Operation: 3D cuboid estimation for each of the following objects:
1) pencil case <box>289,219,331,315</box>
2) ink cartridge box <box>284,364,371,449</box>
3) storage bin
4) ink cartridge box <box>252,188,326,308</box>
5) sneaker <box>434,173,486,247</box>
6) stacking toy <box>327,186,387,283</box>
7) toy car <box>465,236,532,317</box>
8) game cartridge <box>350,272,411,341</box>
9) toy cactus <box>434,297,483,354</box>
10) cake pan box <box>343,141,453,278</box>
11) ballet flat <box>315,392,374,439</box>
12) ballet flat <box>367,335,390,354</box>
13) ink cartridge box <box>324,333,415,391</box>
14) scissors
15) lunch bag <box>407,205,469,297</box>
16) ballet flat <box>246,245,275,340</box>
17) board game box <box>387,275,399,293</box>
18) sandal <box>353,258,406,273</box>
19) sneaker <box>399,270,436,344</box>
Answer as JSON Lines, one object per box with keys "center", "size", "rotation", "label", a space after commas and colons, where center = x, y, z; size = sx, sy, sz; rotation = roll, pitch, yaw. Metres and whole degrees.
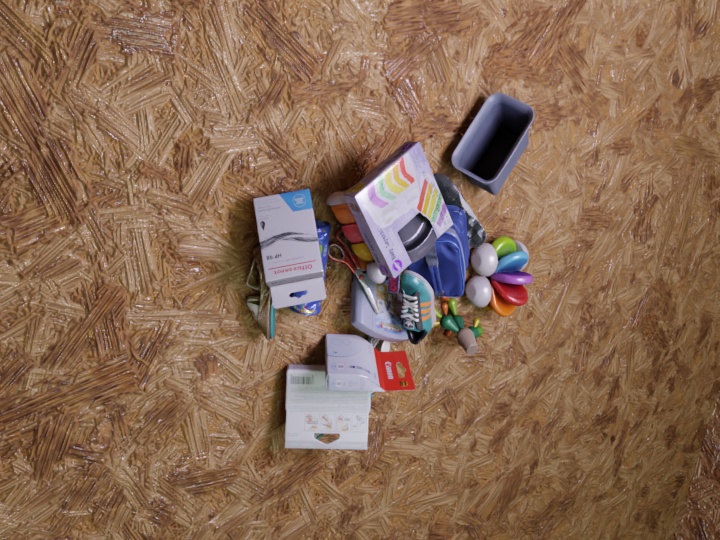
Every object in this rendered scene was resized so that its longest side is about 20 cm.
{"center": [-0.111, -0.009, 1.223], "size": [0.085, 0.077, 0.207], "rotation": [-10, 114, -44], "label": "pencil case"}
{"center": [-0.074, 0.309, 1.325], "size": [0.192, 0.045, 0.183], "rotation": [3, 97, -6], "label": "ink cartridge box"}
{"center": [0.310, -0.286, 1.375], "size": [0.203, 0.144, 0.134], "rotation": [-56, 154, -2], "label": "storage bin"}
{"center": [-0.133, -0.041, 1.122], "size": [0.112, 0.067, 0.207], "rotation": [-10, 80, -5], "label": "ink cartridge box"}
{"center": [0.225, -0.148, 1.408], "size": [0.073, 0.089, 0.202], "rotation": [-34, 104, 13], "label": "sneaker"}
{"center": [0.016, -0.073, 1.216], "size": [0.142, 0.145, 0.207], "rotation": [-17, 101, -26], "label": "stacking toy"}
{"center": [0.376, 0.020, 1.514], "size": [0.170, 0.149, 0.207], "rotation": [-4, 110, -31], "label": "toy car"}
{"center": [0.061, 0.093, 1.365], "size": [0.196, 0.041, 0.138], "rotation": [17, 61, -37], "label": "game cartridge"}
{"center": [0.243, 0.149, 1.477], "size": [0.102, 0.167, 0.198], "rotation": [-44, 124, 15], "label": "toy cactus"}
{"center": [0.079, -0.115, 1.146], "size": [0.183, 0.052, 0.204], "rotation": [-38, 119, -19], "label": "cake pan box"}
{"center": [-0.058, 0.328, 1.388], "size": [0.197, 0.065, 0.076], "rotation": [-35, 167, -11], "label": "ballet flat"}
{"center": [0.031, 0.220, 1.415], "size": [0.070, 0.071, 0.206], "rotation": [10, 103, -35], "label": "ballet flat"}
{"center": [0.018, 0.202, 1.297], "size": [0.192, 0.161, 0.049], "rotation": [1, 114, -5], "label": "ink cartridge box"}
{"center": [0.000, 0.000, 1.295], "size": [0.073, 0.014, 0.201], "rotation": [-44, 103, -15], "label": "scissors"}
{"center": [0.170, -0.029, 1.307], "size": [0.203, 0.131, 0.135], "rotation": [72, 28, -43], "label": "lunch bag"}
{"center": [-0.202, 0.043, 1.202], "size": [0.063, 0.071, 0.207], "rotation": [4, 105, -6], "label": "ballet flat"}
{"center": [0.080, -0.064, 1.251], "size": [0.031, 0.120, 0.208], "rotation": [6, 98, 9], "label": "board game box"}
{"center": [0.077, -0.024, 1.355], "size": [0.201, 0.059, 0.082], "rotation": [7, 104, -35], "label": "sandal"}
{"center": [0.123, 0.089, 1.308], "size": [0.081, 0.070, 0.203], "rotation": [-56, 144, -30], "label": "sneaker"}
